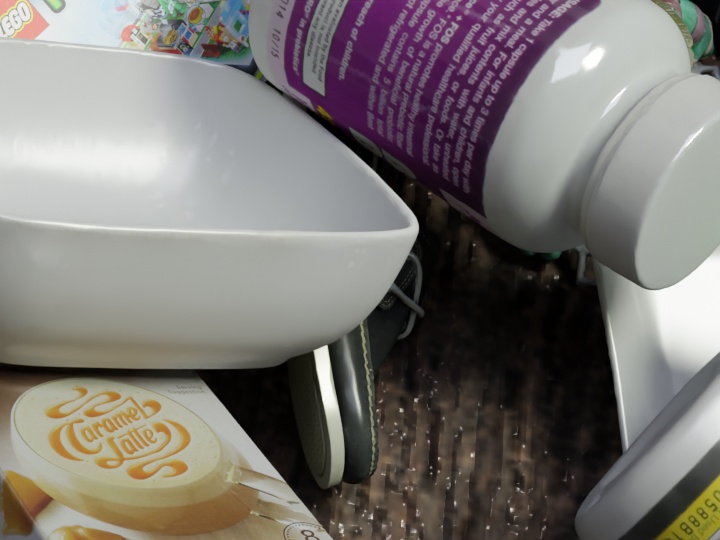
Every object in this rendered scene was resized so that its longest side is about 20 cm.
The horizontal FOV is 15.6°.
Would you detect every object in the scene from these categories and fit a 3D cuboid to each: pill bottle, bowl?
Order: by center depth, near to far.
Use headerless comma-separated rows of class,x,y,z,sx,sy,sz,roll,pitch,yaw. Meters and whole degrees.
pill bottle,0.187,0.125,0.998,0.200,0.111,0.111,43,59,3
bowl,-0.099,-0.023,1.016,0.199,0.075,0.200,1,25,-30
pill bottle,0.059,-0.076,1.053,0.200,0.113,0.112,35,57,29

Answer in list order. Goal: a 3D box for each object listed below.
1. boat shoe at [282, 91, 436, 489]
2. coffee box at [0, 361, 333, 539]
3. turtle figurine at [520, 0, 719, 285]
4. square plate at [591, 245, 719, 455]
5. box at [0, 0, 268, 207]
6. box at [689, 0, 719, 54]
boat shoe,0.000,0.000,1.102,0.067,0.072,0.201,3,53,-6
coffee box,-0.099,0.093,0.962,0.114,0.080,0.200,-1,31,-35
turtle figurine,0.104,-0.090,1.168,0.200,0.101,0.150,39,59,24
square plate,0.198,0.056,1.092,0.199,0.028,0.199,-4,76,-11
box,-0.072,-0.129,1.149,0.200,0.035,0.110,-45,101,-18
box,0.235,-0.137,1.185,0.107,0.149,0.200,-21,62,-21
